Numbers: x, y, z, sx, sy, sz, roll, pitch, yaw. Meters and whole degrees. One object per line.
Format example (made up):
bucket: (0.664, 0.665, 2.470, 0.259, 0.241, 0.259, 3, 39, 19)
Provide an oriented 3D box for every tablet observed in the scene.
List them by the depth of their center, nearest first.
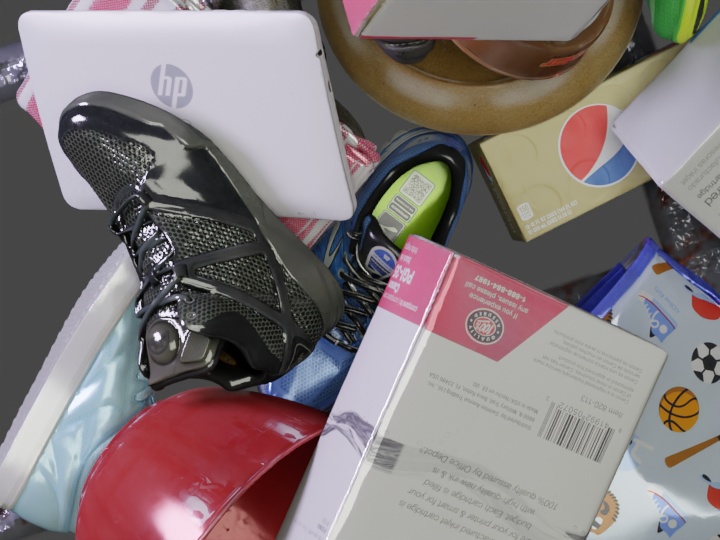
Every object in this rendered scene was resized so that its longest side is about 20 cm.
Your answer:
tablet: (-0.101, -0.090, 1.613, 0.199, 0.014, 0.131, 3, 120, 27)

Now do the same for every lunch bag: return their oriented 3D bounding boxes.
lunch bag: (0.166, 0.106, 1.664, 0.170, 0.124, 0.200, 41, 95, -3)

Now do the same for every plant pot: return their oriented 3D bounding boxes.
plant pot: (0.070, -0.180, 1.664, 0.199, 0.027, 0.201, -1, 76, 5)

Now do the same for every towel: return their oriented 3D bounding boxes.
towel: (-0.099, -0.086, 1.642, 0.200, 0.030, 0.146, 41, 130, 0)

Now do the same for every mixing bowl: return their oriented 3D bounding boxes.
mixing bowl: (-0.093, 0.143, 1.625, 0.108, 0.200, 0.201, 36, 88, 23)

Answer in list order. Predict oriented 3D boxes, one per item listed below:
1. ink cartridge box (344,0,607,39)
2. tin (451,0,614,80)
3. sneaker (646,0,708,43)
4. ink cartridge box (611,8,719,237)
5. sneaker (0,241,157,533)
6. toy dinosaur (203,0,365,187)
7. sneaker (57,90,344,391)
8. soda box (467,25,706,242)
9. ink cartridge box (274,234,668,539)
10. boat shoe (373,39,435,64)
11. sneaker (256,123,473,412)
ink cartridge box: (0.048, -0.231, 1.526, 0.146, 0.083, 0.201, -3, 65, -29)
tin: (0.070, -0.203, 1.608, 0.112, 0.042, 0.201, -22, 76, -31)
sneaker: (0.152, -0.225, 1.607, 0.083, 0.074, 0.201, -16, 88, 11)
ink cartridge box: (0.270, -0.067, 1.634, 0.200, 0.084, 0.146, 36, 103, -32)
sneaker: (-0.146, 0.066, 1.668, 0.082, 0.074, 0.201, 29, 98, -12)
toy dinosaur: (-0.053, -0.140, 1.646, 0.077, 0.102, 0.201, -16, 86, -4)
sneaker: (-0.109, -0.010, 1.586, 0.200, 0.076, 0.114, 47, 48, -7)
soda box: (0.169, -0.090, 1.687, 0.199, 0.064, 0.068, -26, 93, -3)
ink cartridge box: (0.057, 0.102, 1.546, 0.146, 0.083, 0.201, 24, 91, -21)
boat shoe: (0.000, -0.212, 1.644, 0.066, 0.057, 0.201, -16, 69, -4)
sneaker: (0.000, 0.000, 1.663, 0.078, 0.089, 0.201, 31, 91, -4)
